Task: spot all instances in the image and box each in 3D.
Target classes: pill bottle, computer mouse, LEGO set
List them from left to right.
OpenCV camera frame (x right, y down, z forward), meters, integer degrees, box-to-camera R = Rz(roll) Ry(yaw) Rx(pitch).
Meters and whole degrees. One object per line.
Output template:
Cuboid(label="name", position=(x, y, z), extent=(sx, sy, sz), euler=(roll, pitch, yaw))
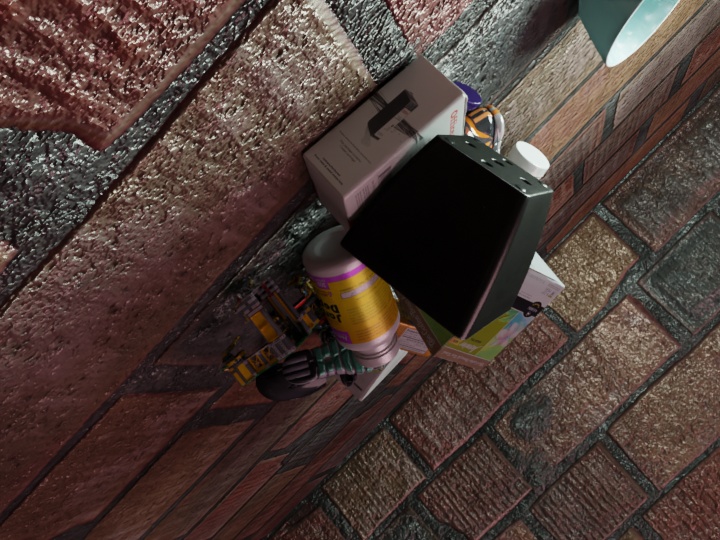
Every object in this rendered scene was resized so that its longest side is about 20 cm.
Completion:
Cuboid(label="LEGO set", position=(-0.136, 0.061, 1.036), extent=(0.153, 0.116, 0.200), euler=(-33, -172, 42))
Cuboid(label="computer mouse", position=(-0.115, 0.177, 1.324), extent=(0.197, 0.142, 0.046), euler=(-12, -160, 10))
Cuboid(label="pill bottle", position=(-0.004, 0.042, 1.019), extent=(0.104, 0.104, 0.202), euler=(-36, 125, -22))
Cuboid(label="pill bottle", position=(0.294, -0.160, 1.457), extent=(0.110, 0.111, 0.201), euler=(-23, 154, -50))

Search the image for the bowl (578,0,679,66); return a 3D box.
Cuboid(label="bowl", position=(0.416, -0.431, 1.098), extent=(0.200, 0.105, 0.201), euler=(-39, 163, -14))

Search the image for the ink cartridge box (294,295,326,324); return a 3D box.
Cuboid(label="ink cartridge box", position=(-0.046, 0.062, 1.317), extent=(0.173, 0.044, 0.200), euler=(-42, 163, -11))

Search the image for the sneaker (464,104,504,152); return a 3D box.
Cuboid(label="sneaker", position=(0.177, -0.170, 1.187), extent=(0.111, 0.077, 0.202), euler=(-26, 129, -24))

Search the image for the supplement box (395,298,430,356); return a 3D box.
Cuboid(label="supplement box", position=(0.049, 0.089, 1.240), extent=(0.198, 0.067, 0.069), euler=(20, 125, -30))

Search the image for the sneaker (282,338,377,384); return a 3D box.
Cuboid(label="sneaker", position=(-0.045, 0.155, 1.270), extent=(0.197, 0.076, 0.088), euler=(-9, 171, -12))

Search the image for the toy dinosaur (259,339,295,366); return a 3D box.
Cuboid(label="toy dinosaur", position=(-0.120, 0.108, 1.253), extent=(0.199, 0.059, 0.101), euler=(-36, 177, 9))

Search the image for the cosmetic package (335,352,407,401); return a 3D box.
Cuboid(label="cosmetic package", position=(0.049, 0.140, 1.551), extent=(0.199, 0.123, 0.201), euler=(-38, 166, -47))

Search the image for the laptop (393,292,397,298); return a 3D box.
Cuboid(label="laptop", position=(0.099, 0.007, 1.317), extent=(0.115, 0.200, 0.188), euler=(-9, -138, 58))

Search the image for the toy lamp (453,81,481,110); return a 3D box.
Cuboid(label="toy lamp", position=(0.107, -0.184, 1.061), extent=(0.058, 0.058, 0.201), euler=(-24, 152, -48))

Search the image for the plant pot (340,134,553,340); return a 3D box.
Cuboid(label="plant pot", position=(0.129, -0.062, 0.902), extent=(0.199, 0.199, 0.179), euler=(-16, 139, -60))

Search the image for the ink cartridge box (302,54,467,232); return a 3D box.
Cuboid(label="ink cartridge box", position=(0.035, -0.153, 0.910), extent=(0.199, 0.084, 0.144), euler=(-40, 164, -8))

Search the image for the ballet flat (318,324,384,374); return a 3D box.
Cuboid(label="ballet flat", position=(-0.024, 0.156, 1.384), extent=(0.073, 0.200, 0.075), euler=(-8, 108, -25))

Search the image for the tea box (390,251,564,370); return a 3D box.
Cuboid(label="tea box", position=(0.169, 0.011, 1.118), extent=(0.133, 0.201, 0.197), euler=(19, 119, -43))

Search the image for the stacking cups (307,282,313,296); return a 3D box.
Cuboid(label="stacking cups", position=(0.000, 0.000, 1.085), extent=(0.199, 0.061, 0.060), euler=(-19, -177, 42))
